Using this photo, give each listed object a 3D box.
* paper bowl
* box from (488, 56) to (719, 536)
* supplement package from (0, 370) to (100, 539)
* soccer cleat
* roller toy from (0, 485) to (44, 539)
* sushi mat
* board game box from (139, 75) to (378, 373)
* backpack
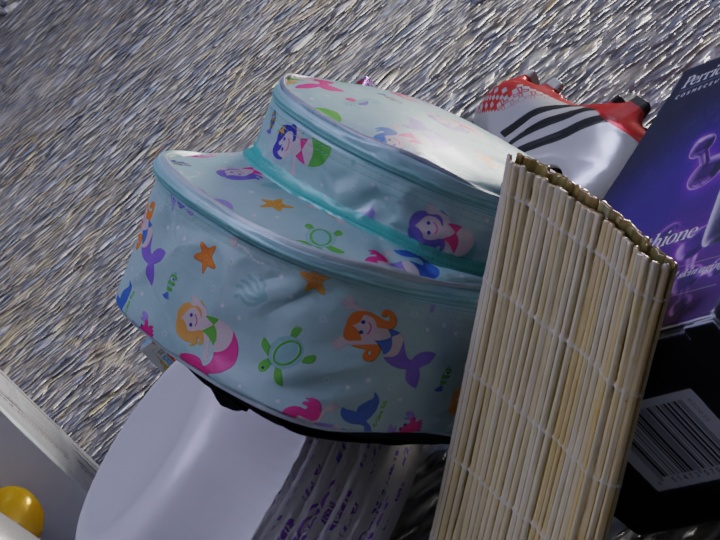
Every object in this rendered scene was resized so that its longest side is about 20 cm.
[{"bbox_3d":[-0.064,0.112,1.311,0.201,0.104,0.201,-49,17,21],"label":"paper bowl"},{"bbox_3d":[0.172,-0.003,1.104,0.148,0.104,0.200,-21,29,53],"label":"box"},{"bbox_3d":[-0.235,0.175,1.518,0.200,0.156,0.111,-44,16,1],"label":"supplement package"},{"bbox_3d":[0.099,-0.058,1.457,0.085,0.069,0.200,-44,22,-12],"label":"soccer cleat"},{"bbox_3d":[-0.213,0.215,1.374,0.200,0.140,0.182,-52,16,-2],"label":"roller toy"},{"bbox_3d":[0.072,0.060,1.062,0.012,0.200,0.096,-10,33,-35],"label":"sushi mat"},{"bbox_3d":[-0.028,-0.002,1.546,0.105,0.103,0.200,-31,22,37],"label":"board game box"},{"bbox_3d":[0.000,0.000,1.174,0.177,0.200,0.151,33,114,41],"label":"backpack"}]
